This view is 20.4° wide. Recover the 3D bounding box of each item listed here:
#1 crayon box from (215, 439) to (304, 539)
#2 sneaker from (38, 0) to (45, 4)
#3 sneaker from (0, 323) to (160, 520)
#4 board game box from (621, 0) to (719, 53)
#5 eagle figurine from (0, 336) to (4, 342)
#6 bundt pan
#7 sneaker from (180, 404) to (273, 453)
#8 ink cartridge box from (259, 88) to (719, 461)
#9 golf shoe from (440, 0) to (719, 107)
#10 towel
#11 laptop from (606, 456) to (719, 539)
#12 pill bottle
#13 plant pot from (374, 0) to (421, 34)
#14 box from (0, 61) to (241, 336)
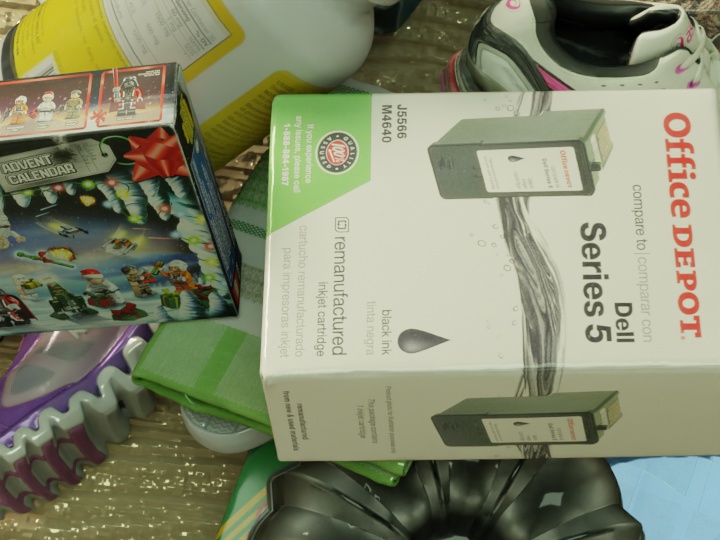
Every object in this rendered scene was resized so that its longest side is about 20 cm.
[{"bbox_3d":[-0.023,0.182,0.981,0.126,0.051,0.201,19,75,2],"label":"crayon box"},{"bbox_3d":[-0.138,-0.198,1.058,0.084,0.075,0.201,-24,77,11],"label":"sneaker"},{"bbox_3d":[-0.143,0.042,1.004,0.200,0.081,0.088,-40,73,-17],"label":"sneaker"},{"bbox_3d":[0.178,-0.160,1.036,0.199,0.097,0.160,-1,56,-3],"label":"board game box"},{"bbox_3d":[-0.237,-0.073,0.987,0.199,0.151,0.152,27,86,-3],"label":"eagle figurine"},{"bbox_3d":[0.044,0.142,0.931,0.201,0.076,0.203,1,74,-3],"label":"bundt pan"},{"bbox_3d":[-0.012,0.024,0.998,0.073,0.071,0.200,29,61,27],"label":"sneaker"},{"bbox_3d":[0.061,0.001,0.872,0.199,0.084,0.146,-2,58,3],"label":"ink cartridge box"},{"bbox_3d":[0.143,-0.080,0.944,0.199,0.092,0.073,13,53,-22],"label":"golf shoe"},{"bbox_3d":[0.000,0.000,0.956,0.149,0.031,0.200,18,58,22],"label":"towel"},{"bbox_3d":[0.162,0.169,0.963,0.116,0.200,0.188,30,73,-31],"label":"laptop"},{"bbox_3d":[-0.065,-0.114,0.921,0.200,0.112,0.112,-32,76,26],"label":"pill bottle"},{"bbox_3d":[-0.018,-0.233,1.028,0.195,0.196,0.201,9,89,0],"label":"plant pot"},{"bbox_3d":[-0.163,-0.024,0.898,0.199,0.137,0.040,-6,52,8],"label":"box"}]
